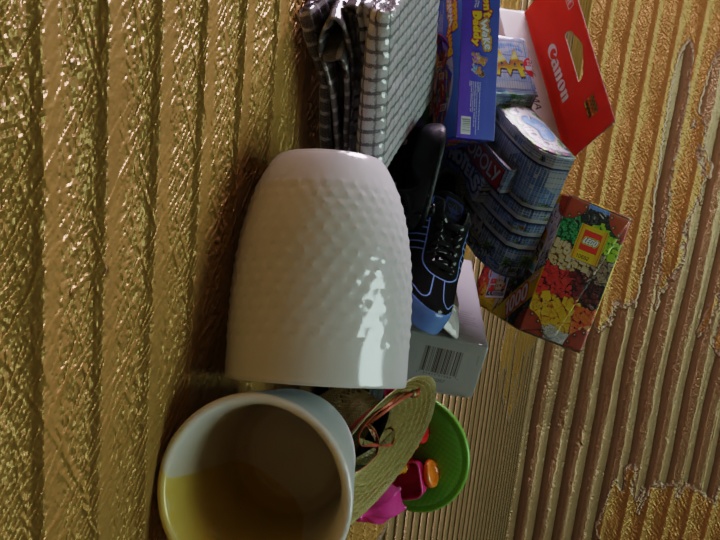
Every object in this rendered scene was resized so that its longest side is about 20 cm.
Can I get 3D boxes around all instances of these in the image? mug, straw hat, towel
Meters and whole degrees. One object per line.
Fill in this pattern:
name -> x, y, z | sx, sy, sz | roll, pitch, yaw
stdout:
mug -> -0.084, 0.168, 0.821 | 0.153, 0.184, 0.151 | -21, 87, -81
straw hat -> -0.014, 0.158, 1.004 | 0.201, 0.085, 0.202 | -42, 153, -26
mug -> -0.021, 0.002, 0.835 | 0.200, 0.145, 0.179 | 15, 78, -68
towel -> 0.012, -0.196, 0.934 | 0.201, 0.084, 0.168 | -61, 158, -50

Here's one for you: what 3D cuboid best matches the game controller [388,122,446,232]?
game controller -> 0.043, -0.092, 1.027 | 0.106, 0.042, 0.200 | -67, -167, -2

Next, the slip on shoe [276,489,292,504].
slip on shoe -> -0.086, 0.241, 0.920 | 0.061, 0.073, 0.203 | 61, 38, -70

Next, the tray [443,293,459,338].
tray -> 0.072, -0.026, 1.131 | 0.107, 0.022, 0.202 | 42, 28, -33

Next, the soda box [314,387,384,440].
soda box -> -0.003, 0.088, 1.102 | 0.071, 0.062, 0.204 | 7, 94, -75

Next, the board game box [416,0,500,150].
board game box -> 0.092, -0.231, 1.061 | 0.134, 0.044, 0.204 | -176, -91, -67

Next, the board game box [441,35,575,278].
board game box -> 0.139, -0.132, 1.082 | 0.201, 0.061, 0.202 | -120, -143, -46

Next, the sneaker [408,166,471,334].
sneaker -> 0.073, -0.027, 1.023 | 0.078, 0.069, 0.202 | -51, -156, 33

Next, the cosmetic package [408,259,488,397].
cosmetic package -> 0.084, 0.055, 1.190 | 0.201, 0.100, 0.075 | -88, -168, -63

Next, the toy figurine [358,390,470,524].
toy figurine -> 0.027, 0.212, 1.199 | 0.184, 0.148, 0.204 | -13, 92, -65

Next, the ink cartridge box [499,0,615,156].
ink cartridge box -> 0.184, -0.199, 1.104 | 0.174, 0.043, 0.203 | 132, -48, -56

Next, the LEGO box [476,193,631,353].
LEGO box -> 0.207, -0.008, 1.143 | 0.200, 0.076, 0.151 | -142, -108, -79
